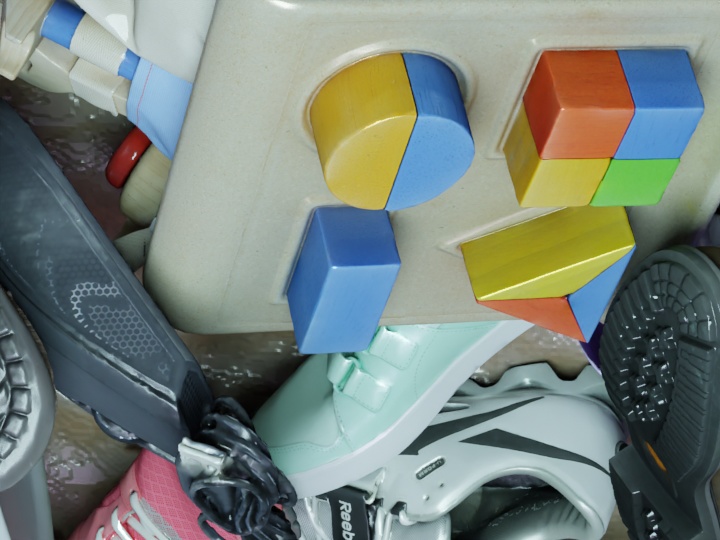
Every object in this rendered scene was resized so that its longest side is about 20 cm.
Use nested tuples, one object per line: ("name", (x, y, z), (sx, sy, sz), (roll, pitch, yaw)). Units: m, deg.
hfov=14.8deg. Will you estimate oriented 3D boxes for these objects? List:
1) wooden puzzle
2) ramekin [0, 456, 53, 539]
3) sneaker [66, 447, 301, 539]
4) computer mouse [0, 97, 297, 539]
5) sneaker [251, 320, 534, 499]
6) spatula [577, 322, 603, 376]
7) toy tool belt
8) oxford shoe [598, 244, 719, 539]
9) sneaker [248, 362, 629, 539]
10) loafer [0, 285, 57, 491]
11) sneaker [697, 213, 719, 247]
("wooden puzzle", (0.035, -0.026, 0.970), (0.198, 0.047, 0.186), (2, 144, -15))
("ramekin", (-0.184, 0.067, 1.094), (0.093, 0.203, 0.203), (-12, 125, 1))
("sneaker", (-0.087, 0.123, 1.138), (0.074, 0.087, 0.200), (48, 151, 10))
("computer mouse", (-0.098, 0.025, 0.997), (0.053, 0.200, 0.139), (-35, 164, -8))
("sneaker", (0.000, 0.000, 1.092), (0.200, 0.074, 0.118), (-41, 120, 19))
("spatula", (0.142, 0.081, 1.153), (0.020, 0.057, 0.200), (-34, 127, 7))
("toy tool belt", (-0.081, -0.103, 1.013), (0.123, 0.125, 0.200), (35, 141, 4))
("oxford shoe", (0.138, 0.045, 1.034), (0.084, 0.073, 0.200), (-27, 149, -11))
("sneaker", (0.014, 0.096, 1.156), (0.199, 0.089, 0.074), (-14, 125, 17))
("loafer", (-0.171, 0.000, 0.981), (0.073, 0.071, 0.200), (-46, 70, 6))
("sneaker", (0.214, 0.014, 1.082), (0.198, 0.071, 0.094), (4, 132, 7))
